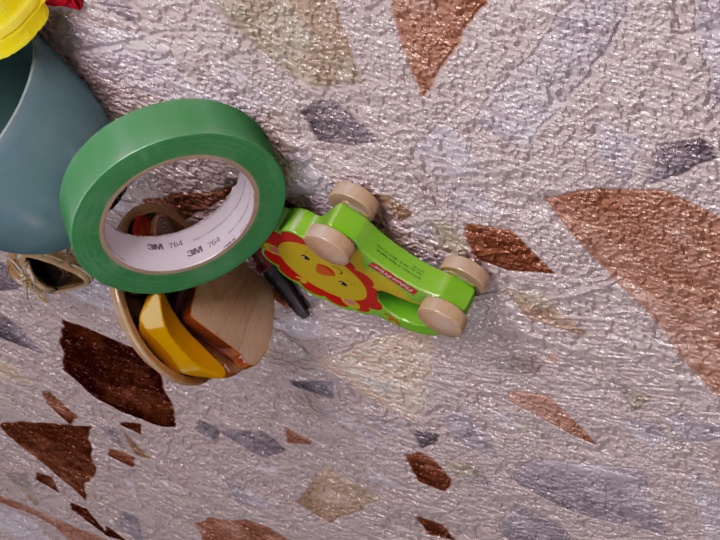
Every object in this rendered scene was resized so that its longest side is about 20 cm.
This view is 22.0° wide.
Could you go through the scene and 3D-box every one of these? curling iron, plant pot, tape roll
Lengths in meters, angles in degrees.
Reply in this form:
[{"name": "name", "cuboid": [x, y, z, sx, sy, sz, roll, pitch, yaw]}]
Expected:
[{"name": "curling iron", "cuboid": [-0.096, -0.003, 1.836, 0.025, 0.050, 0.200, -11, 147, 16]}, {"name": "plant pot", "cuboid": [-0.317, -0.109, 1.713, 0.200, 0.202, 0.161, -1, 151, 42]}, {"name": "tape roll", "cuboid": [-0.168, -0.064, 1.664, 0.199, 0.048, 0.201, -16, 141, -13]}]

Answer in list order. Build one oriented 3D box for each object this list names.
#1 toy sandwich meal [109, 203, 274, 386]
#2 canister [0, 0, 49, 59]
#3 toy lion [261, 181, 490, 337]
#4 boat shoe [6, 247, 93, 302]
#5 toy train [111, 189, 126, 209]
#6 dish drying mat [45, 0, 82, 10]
[{"name": "toy sandwich meal", "cuboid": [-0.165, 0.023, 1.812, 0.070, 0.206, 0.205, -18, 130, 28]}, {"name": "canister", "cuboid": [-0.370, -0.279, 1.560, 0.148, 0.087, 0.201, 3, 135, 33]}, {"name": "toy lion", "cuboid": [0.000, 0.000, 1.747, 0.199, 0.069, 0.192, 33, 159, -9]}, {"name": "boat shoe", "cuboid": [-0.339, -0.007, 2.025, 0.073, 0.063, 0.200, 40, 150, -22]}, {"name": "toy train", "cuboid": [-0.322, -0.083, 1.903, 0.199, 0.046, 0.034, 6, 145, 35]}, {"name": "dish drying mat", "cuboid": [-0.340, -0.277, 1.629, 0.199, 0.018, 0.077, 18, 149, 19]}]
